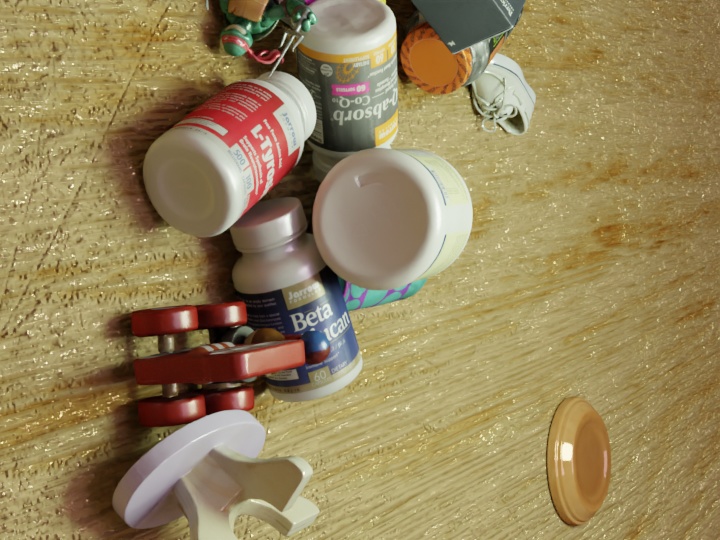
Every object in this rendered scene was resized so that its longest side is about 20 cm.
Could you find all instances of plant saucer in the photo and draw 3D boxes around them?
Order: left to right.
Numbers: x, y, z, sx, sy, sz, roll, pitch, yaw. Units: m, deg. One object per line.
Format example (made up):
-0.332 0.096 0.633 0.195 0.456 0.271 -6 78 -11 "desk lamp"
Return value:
0.352 0.302 2.254 0.199 0.037 0.204 11 77 -57 "plant saucer"

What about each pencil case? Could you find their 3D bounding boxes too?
0.000 0.000 1.671 0.199 0.085 0.093 -11 133 -58 "pencil case"

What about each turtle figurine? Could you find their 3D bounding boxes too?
-0.115 -0.304 1.519 0.148 0.101 0.203 19 75 -8 "turtle figurine"

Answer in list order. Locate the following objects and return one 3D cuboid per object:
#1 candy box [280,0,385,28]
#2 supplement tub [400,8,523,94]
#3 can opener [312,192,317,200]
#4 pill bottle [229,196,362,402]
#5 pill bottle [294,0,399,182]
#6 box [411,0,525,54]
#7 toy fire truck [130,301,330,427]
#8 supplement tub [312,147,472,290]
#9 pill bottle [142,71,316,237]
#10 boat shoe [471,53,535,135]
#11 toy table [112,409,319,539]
-0.043 -0.345 1.668 0.199 0.060 0.139 22 68 -56 "candy box"
0.133 -0.325 1.892 0.201 0.121 0.124 -55 131 -46 "supplement tub"
0.004 -0.103 1.710 0.200 0.066 0.054 -51 129 -47 "can opener"
-0.075 0.029 1.530 0.111 0.110 0.203 -43 122 -51 "pill bottle"
-0.013 -0.199 1.612 0.117 0.115 0.202 -55 150 -45 "pill bottle"
0.123 -0.408 1.745 0.200 0.103 0.183 47 49 -25 "box"
-0.122 0.088 1.393 0.199 0.166 0.114 -5 91 -58 "toy fire truck"
0.041 -0.058 1.536 0.200 0.143 0.147 -14 98 -73 "supplement tub"
-0.127 -0.127 1.461 0.200 0.111 0.114 -48 126 -49 "pill bottle"
0.197 -0.242 2.042 0.202 0.074 0.087 37 58 -62 "boat shoe"
-0.131 0.223 1.365 0.199 0.117 0.185 -24 148 -49 "toy table"
